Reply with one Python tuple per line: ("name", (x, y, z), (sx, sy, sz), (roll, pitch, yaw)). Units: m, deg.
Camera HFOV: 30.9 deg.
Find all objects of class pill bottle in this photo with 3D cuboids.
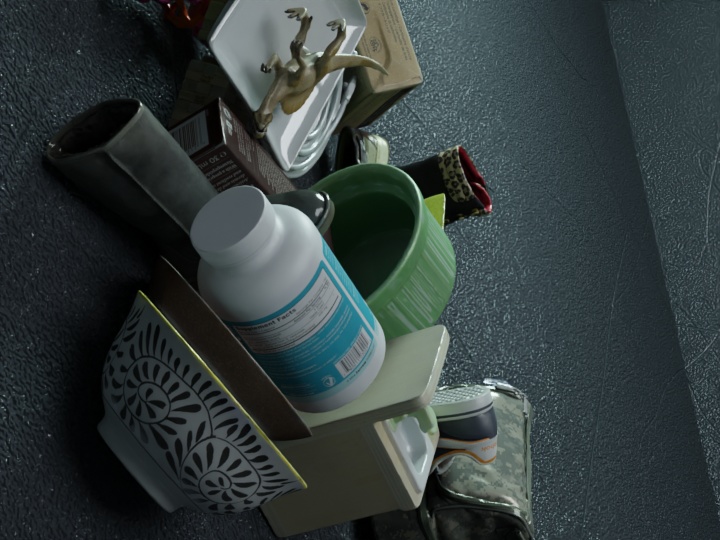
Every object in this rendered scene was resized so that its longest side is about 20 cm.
("pill bottle", (-0.064, 0.022, 1.088), (0.112, 0.110, 0.201), (-87, 154, -43))

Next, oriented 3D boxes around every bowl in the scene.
("bowl", (-0.139, 0.122, 1.000), (0.201, 0.094, 0.201), (47, -10, 11))

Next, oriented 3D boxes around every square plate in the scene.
("square plate", (-0.071, -0.232, 1.261), (0.199, 0.028, 0.200), (-64, 150, -22))

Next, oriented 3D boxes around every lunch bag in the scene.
("lunch bag", (0.107, 0.222, 1.410), (0.201, 0.166, 0.140), (-83, 156, -49))

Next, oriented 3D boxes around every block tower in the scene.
("block tower", (-0.128, -0.201, 1.258), (0.058, 0.054, 0.202), (24, 82, -63))

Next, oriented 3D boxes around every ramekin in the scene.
("ramekin", (0.000, 0.000, 1.318), (0.098, 0.199, 0.201), (45, 33, -40))

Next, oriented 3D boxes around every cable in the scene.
("cable", (-0.078, -0.201, 1.387), (0.201, 0.069, 0.201), (67, 40, -57))

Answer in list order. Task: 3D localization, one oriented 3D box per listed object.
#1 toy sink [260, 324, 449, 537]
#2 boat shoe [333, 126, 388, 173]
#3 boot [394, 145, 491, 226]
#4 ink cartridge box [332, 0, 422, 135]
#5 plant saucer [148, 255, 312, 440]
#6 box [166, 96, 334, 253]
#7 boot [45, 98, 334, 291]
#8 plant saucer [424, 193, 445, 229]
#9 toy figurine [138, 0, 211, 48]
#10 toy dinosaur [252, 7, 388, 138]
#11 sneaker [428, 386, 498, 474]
("toy sink", (0.004, 0.152, 1.206), (0.113, 0.198, 0.131), (63, 23, -20))
("boat shoe", (-0.014, -0.081, 1.545), (0.064, 0.073, 0.202), (24, 53, -26))
("boot", (0.097, -0.058, 1.658), (0.201, 0.149, 0.073), (62, 24, -17))
("ink cartridge box", (-0.016, -0.284, 1.561), (0.074, 0.165, 0.202), (-16, 85, -25))
("plant saucer", (-0.117, 0.074, 1.100), (0.200, 0.034, 0.200), (47, -9, 10))
("box", (-0.115, -0.055, 1.226), (0.200, 0.100, 0.075), (48, 21, -41))
("boot", (-0.140, -0.076, 1.109), (0.201, 0.180, 0.073), (57, 13, -38))
("plant saucer", (0.031, 0.037, 1.445), (0.047, 0.201, 0.201), (19, 41, -11))
("toy figurine", (-0.161, -0.300, 1.320), (0.184, 0.149, 0.202), (55, 41, -54))
("toy dinosaur", (-0.048, -0.199, 1.251), (0.200, 0.058, 0.102), (-36, 149, -40))
("sneaker", (0.048, 0.167, 1.318), (0.078, 0.198, 0.080), (-26, 105, -52))
